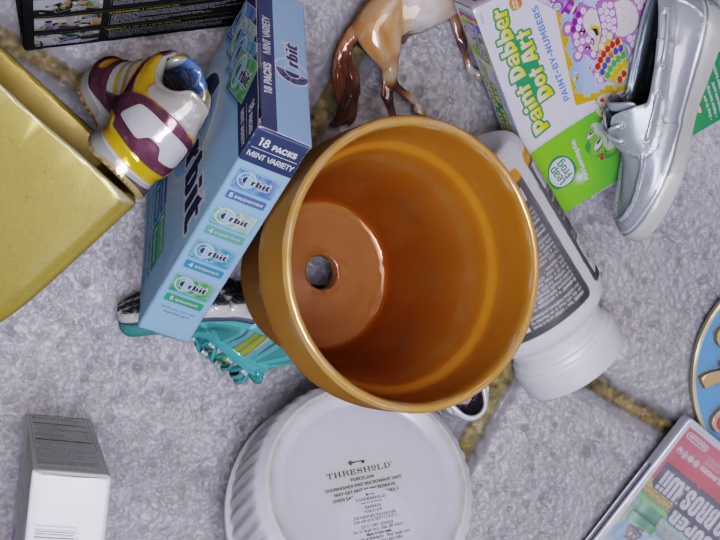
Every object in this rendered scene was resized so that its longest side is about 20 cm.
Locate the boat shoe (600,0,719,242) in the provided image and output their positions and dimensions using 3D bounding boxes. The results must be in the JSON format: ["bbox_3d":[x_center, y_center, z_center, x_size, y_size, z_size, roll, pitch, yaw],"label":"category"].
[{"bbox_3d":[0.229,-0.127,1.253,0.071,0.070,0.203,12,100,-15],"label":"boat shoe"}]

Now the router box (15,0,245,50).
[{"bbox_3d":[-0.154,-0.217,1.147,0.197,0.149,0.052,-9,84,-13],"label":"router box"}]

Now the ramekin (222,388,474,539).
[{"bbox_3d":[-0.004,0.181,1.212,0.197,0.105,0.203,5,66,-11],"label":"ramekin"}]

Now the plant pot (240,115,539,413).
[{"bbox_3d":[0.000,0.000,1.135,0.198,0.183,0.203,2,86,-26],"label":"plant pot"}]

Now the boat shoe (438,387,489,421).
[{"bbox_3d":[0.048,0.036,1.270,0.071,0.068,0.202,-24,100,-10],"label":"boat shoe"}]

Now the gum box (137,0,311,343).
[{"bbox_3d":[-0.100,-0.077,1.123,0.044,0.171,0.201,19,128,-20],"label":"gum box"}]

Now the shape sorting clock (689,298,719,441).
[{"bbox_3d":[0.387,0.092,1.380,0.197,0.039,0.203,-1,95,-15],"label":"shape sorting clock"}]

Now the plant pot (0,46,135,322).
[{"bbox_3d":[-0.299,-0.053,1.116,0.195,0.194,0.200,41,93,-14],"label":"plant pot"}]

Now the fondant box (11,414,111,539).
[{"bbox_3d":[-0.226,0.198,1.146,0.057,0.200,0.146,6,94,-13],"label":"fondant box"}]

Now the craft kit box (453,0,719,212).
[{"bbox_3d":[0.197,-0.176,1.277,0.196,0.049,0.201,-29,117,-7],"label":"craft kit box"}]

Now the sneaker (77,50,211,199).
[{"bbox_3d":[-0.150,-0.123,1.134,0.090,0.200,0.075,-39,119,7],"label":"sneaker"}]

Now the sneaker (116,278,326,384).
[{"bbox_3d":[-0.096,0.052,1.235,0.197,0.078,0.081,6,103,-15],"label":"sneaker"}]

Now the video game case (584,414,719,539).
[{"bbox_3d":[0.275,0.246,1.366,0.143,0.017,0.201,38,92,-15],"label":"video game case"}]

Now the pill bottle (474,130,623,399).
[{"bbox_3d":[0.126,-0.002,1.260,0.116,0.116,0.201,-35,107,-9],"label":"pill bottle"}]

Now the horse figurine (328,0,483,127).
[{"bbox_3d":[0.049,-0.194,1.259,0.199,0.050,0.133,-34,110,-12],"label":"horse figurine"}]
